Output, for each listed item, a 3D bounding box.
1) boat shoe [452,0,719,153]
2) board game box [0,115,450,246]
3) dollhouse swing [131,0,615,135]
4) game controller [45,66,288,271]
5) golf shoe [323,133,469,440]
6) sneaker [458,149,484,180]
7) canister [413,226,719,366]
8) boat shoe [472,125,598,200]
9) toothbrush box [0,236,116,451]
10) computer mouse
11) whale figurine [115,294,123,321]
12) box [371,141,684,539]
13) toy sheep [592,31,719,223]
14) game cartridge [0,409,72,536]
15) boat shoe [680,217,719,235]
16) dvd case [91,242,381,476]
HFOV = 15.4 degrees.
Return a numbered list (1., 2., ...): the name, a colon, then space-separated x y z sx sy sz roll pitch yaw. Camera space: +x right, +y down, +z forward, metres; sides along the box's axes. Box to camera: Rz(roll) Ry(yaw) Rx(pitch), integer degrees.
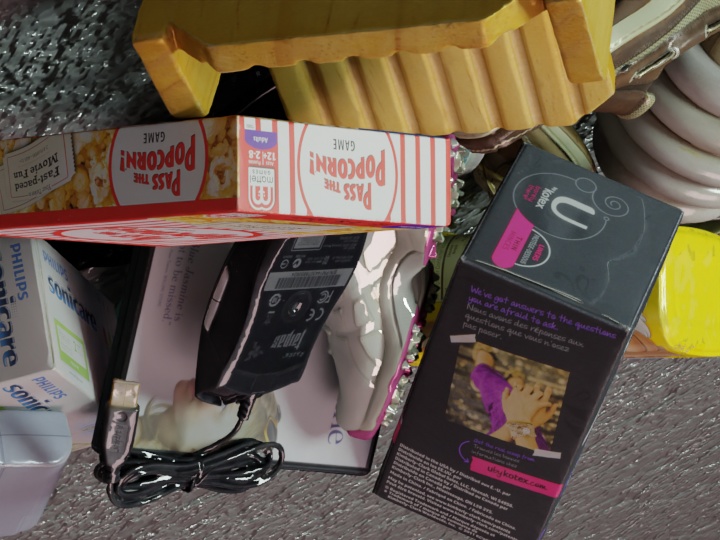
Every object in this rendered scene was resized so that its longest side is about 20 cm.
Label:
1. boat shoe: 0.134 -0.112 1.433 0.202 0.075 0.075 -37 -155 -21
2. board game box: -0.079 -0.042 1.293 0.200 0.047 0.151 -3 176 42
3. dollhouse swing: 0.022 -0.090 1.238 0.199 0.182 0.176 -4 128 12
4. game controller: -0.085 -0.059 1.463 0.200 0.042 0.104 -35 156 26
5. golf shoe: 0.000 0.000 1.476 0.075 0.091 0.201 -65 168 -62
6. sneaker: 0.015 -0.068 1.508 0.080 0.072 0.200 -21 160 -20
7. canister: 0.122 0.016 1.671 0.199 0.087 0.148 -2 175 28
8. boat shoe: 0.099 -0.068 1.593 0.066 0.074 0.200 -32 158 4
9. toothbrush box: -0.242 0.060 1.462 0.199 0.086 0.146 -16 160 8
10. computer mouse: -0.079 0.036 1.411 0.140 0.046 0.201 -9 129 -43
11. whale figurine: -0.114 0.037 1.589 0.200 0.104 0.159 -18 -149 48
12. box: 0.095 0.049 1.532 0.122 0.106 0.200 -60 172 -49
13. toy sheep: 0.202 -0.095 1.569 0.137 0.138 0.200 -10 142 -32
14. game cartridge: -0.259 0.115 1.427 0.199 0.041 0.133 -5 154 -18
15. boat shoe: 0.184 -0.022 1.796 0.200 0.066 0.072 -26 159 4
16. dvd case: -0.055 0.040 1.491 0.200 0.143 0.018 8 -174 -43
